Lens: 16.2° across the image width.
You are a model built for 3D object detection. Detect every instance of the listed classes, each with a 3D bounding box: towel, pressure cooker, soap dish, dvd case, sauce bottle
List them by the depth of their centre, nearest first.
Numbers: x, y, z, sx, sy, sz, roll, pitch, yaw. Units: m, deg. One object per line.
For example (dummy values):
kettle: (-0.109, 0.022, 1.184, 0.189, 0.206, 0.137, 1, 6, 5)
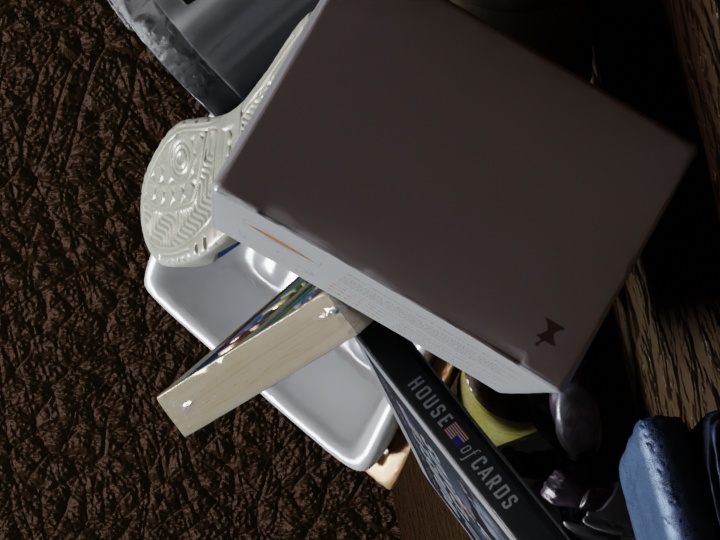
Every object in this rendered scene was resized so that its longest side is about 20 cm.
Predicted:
towel: (0.145, 0.152, 0.930, 0.112, 0.048, 0.200, 92, 164, -77)
dvd case: (0.070, 0.123, 1.240, 0.200, 0.025, 0.150, 51, 172, 37)
pressure cooker: (-0.027, -0.183, 1.305, 0.176, 0.200, 0.179, 55, -170, 30)
sauce bottle: (0.086, 0.053, 1.347, 0.200, 0.065, 0.065, 92, 164, -78)
soap dish: (-0.016, 0.001, 1.420, 0.200, 0.081, 0.158, 39, 123, 22)

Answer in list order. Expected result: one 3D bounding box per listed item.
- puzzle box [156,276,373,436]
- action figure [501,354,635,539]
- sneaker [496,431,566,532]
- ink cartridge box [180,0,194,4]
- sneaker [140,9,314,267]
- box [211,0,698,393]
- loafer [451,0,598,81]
puzzle box: (0.000, 0.000, 1.223, 0.025, 0.133, 0.200, 54, -139, -5)
action figure: (0.099, 0.078, 1.201, 0.130, 0.069, 0.200, -173, 63, -74)
sneaker: (0.101, 0.132, 1.378, 0.200, 0.076, 0.081, 92, 155, -81)
ink cartridge box: (-0.014, -0.218, 0.943, 0.047, 0.197, 0.200, 43, -159, -37)
sneaker: (-0.018, -0.058, 1.239, 0.200, 0.111, 0.077, -42, 56, 42)
box: (0.030, -0.032, 1.014, 0.106, 0.152, 0.200, -60, 2, -5)
loafer: (0.057, -0.114, 1.120, 0.200, 0.076, 0.068, -120, 24, -76)
